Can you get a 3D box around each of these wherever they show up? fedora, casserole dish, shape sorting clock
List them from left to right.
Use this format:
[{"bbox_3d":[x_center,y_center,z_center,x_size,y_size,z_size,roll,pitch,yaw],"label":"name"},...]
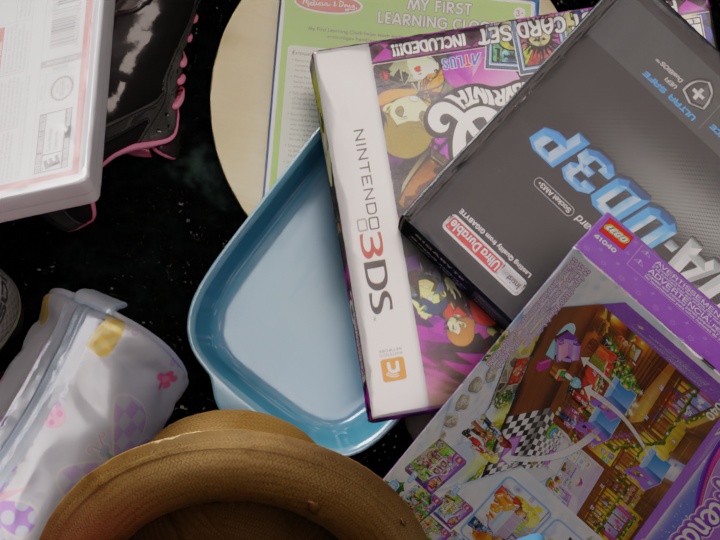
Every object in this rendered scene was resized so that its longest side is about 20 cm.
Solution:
[{"bbox_3d":[-0.058,0.129,0.885,0.199,0.201,0.082,6,39,-9],"label":"fedora"},{"bbox_3d":[0.000,0.000,0.956,0.121,0.039,0.200,37,84,-1],"label":"casserole dish"},{"bbox_3d":[0.020,-0.086,1.002,0.199,0.039,0.201,0,86,-4],"label":"shape sorting clock"}]

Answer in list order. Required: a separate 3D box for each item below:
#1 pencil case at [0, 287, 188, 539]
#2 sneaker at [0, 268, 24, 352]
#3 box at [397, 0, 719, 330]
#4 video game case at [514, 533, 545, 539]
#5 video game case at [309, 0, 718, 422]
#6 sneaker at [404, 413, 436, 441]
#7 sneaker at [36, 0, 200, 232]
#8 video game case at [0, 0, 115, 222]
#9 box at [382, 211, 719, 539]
[{"bbox_3d":[-0.163,0.106,0.895,0.083,0.091,0.201,17,66,36],"label":"pencil case"},{"bbox_3d":[-0.235,0.062,0.903,0.200,0.087,0.074,-42,70,5],"label":"sneaker"},{"bbox_3d":[0.141,-0.012,0.879,0.200,0.046,0.159,44,85,2],"label":"box"},{"bbox_3d":[0.017,0.212,0.863,0.199,0.018,0.144,-21,107,14],"label":"video game case"},{"bbox_3d":[0.086,-0.031,0.922,0.199,0.036,0.183,-9,83,-3],"label":"video game case"},{"bbox_3d":[0.100,0.018,0.971,0.200,0.081,0.076,-43,88,-16],"label":"sneaker"},{"bbox_3d":[-0.118,-0.104,0.975,0.095,0.079,0.200,44,73,-19],"label":"sneaker"},{"bbox_3d":[-0.214,-0.070,0.898,0.199,0.017,0.144,-11,50,11],"label":"video game case"},{"bbox_3d":[0.102,0.088,0.842,0.137,0.200,0.039,42,41,6],"label":"box"}]
